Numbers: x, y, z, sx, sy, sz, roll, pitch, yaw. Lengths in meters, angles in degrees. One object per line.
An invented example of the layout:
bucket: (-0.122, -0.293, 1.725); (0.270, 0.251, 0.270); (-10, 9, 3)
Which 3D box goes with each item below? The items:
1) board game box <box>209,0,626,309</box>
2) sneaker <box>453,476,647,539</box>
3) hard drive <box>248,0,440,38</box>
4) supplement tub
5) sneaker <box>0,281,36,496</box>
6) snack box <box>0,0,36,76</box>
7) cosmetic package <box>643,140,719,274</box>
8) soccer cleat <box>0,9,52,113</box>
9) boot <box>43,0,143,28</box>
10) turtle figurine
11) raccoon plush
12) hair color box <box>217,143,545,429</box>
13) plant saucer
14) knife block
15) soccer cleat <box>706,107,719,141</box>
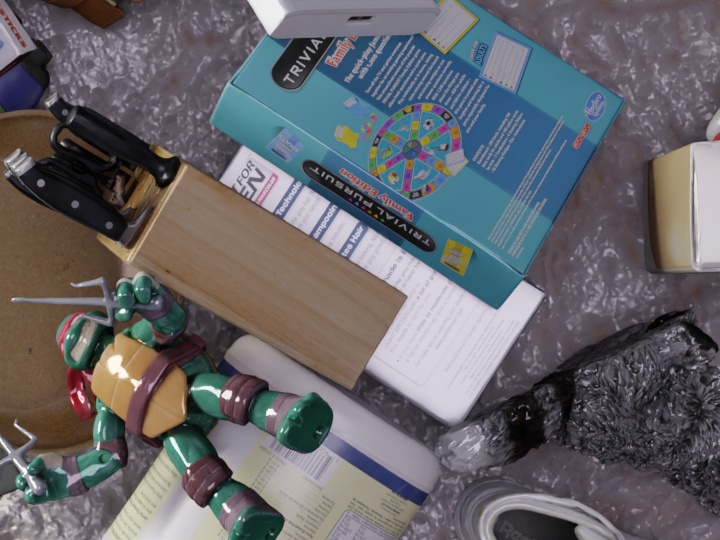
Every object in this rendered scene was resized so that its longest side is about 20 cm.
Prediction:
board game box: (0.036, -0.093, 1.341); (0.200, 0.047, 0.151); (33, 57, 0)
sneaker: (0.151, 0.185, 1.341); (0.200, 0.116, 0.074); (24, 87, -3)
hard drive: (-0.050, -0.218, 1.310); (0.027, 0.132, 0.200); (-47, 66, 35)
supplement tub: (-0.063, 0.154, 1.321); (0.145, 0.145, 0.200); (34, 89, -1)
sneaker: (-0.232, 0.041, 1.365); (0.079, 0.074, 0.201); (4, 86, -25)
snack box: (-0.285, -0.103, 1.342); (0.200, 0.024, 0.072); (-33, 91, 22)
cosmetic package: (0.223, -0.035, 1.301); (0.105, 0.200, 0.071); (-2, 89, -2)
soccer cleat: (-0.273, -0.160, 1.361); (0.200, 0.065, 0.084); (44, 92, -1)
boot: (-0.159, -0.217, 1.297); (0.155, 0.200, 0.077); (32, 46, -24)
turtle figurine: (-0.116, 0.066, 1.238); (0.200, 0.101, 0.150); (29, 117, 25)
raccoon plush: (0.155, 0.114, 1.352); (0.200, 0.097, 0.134); (-25, 94, -4)
hair color box: (0.000, 0.000, 1.366); (0.200, 0.061, 0.100); (34, 90, -1)
plant saucer: (-0.192, 0.008, 1.333); (0.200, 0.035, 0.201); (5, 83, -41)
knife block: (-0.091, -0.020, 1.239); (0.200, 0.176, 0.064); (31, 91, 22)
soccer cleat: (0.273, -0.153, 1.375); (0.200, 0.069, 0.085); (-40, 82, -4)
